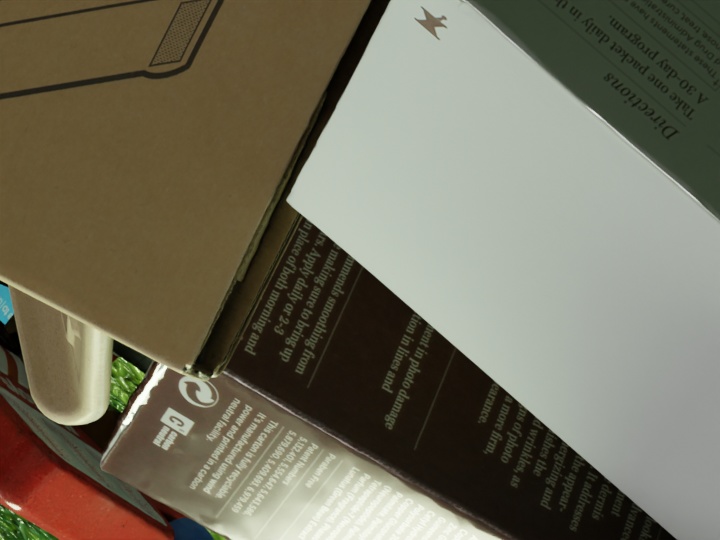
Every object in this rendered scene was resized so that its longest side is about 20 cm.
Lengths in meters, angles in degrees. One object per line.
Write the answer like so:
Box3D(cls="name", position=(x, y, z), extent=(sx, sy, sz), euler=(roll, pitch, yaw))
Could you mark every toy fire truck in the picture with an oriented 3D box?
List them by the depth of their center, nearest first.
Box3D(cls="toy fire truck", position=(-0.127, 0.056, 1.116), extent=(0.168, 0.112, 0.200), euler=(47, 180, 30))

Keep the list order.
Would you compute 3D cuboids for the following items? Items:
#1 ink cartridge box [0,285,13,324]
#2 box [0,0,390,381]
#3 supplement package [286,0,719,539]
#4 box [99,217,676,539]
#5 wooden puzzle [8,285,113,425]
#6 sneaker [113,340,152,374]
Box3D(cls="ink cartridge box", position=(-0.236, 0.038, 1.259), extent=(0.146, 0.200, 0.084), euler=(23, 153, 40))
Box3D(cls="box", position=(-0.082, -0.083, 0.791), extent=(0.199, 0.164, 0.021), euler=(25, 178, 28))
Box3D(cls="supplement package", position=(0.102, -0.012, 0.682), extent=(0.200, 0.111, 0.156), euler=(42, 159, 3))
Box3D(cls="box", position=(0.037, 0.053, 0.863), extent=(0.199, 0.100, 0.075), euler=(30, 138, -5))
Box3D(cls="wooden puzzle", position=(-0.085, -0.070, 0.899), extent=(0.200, 0.046, 0.186), euler=(116, 143, -65))
Box3D(cls="sneaker", position=(-0.036, 0.027, 1.078), extent=(0.099, 0.071, 0.200), euler=(19, 154, 41))
